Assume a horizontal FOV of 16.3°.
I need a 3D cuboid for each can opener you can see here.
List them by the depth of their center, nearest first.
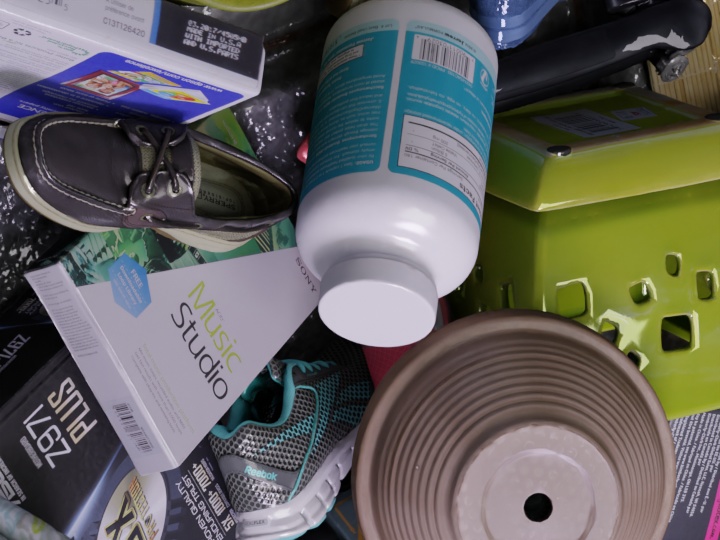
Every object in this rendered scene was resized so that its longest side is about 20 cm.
[{"bbox_3d":[0.147,-0.142,1.636,0.199,0.079,0.063,-26,164,-21],"label":"can opener"}]

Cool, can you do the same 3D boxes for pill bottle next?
[{"bbox_3d":[0.021,-0.057,1.499,0.111,0.110,0.201,34,49,-33],"label":"pill bottle"}]

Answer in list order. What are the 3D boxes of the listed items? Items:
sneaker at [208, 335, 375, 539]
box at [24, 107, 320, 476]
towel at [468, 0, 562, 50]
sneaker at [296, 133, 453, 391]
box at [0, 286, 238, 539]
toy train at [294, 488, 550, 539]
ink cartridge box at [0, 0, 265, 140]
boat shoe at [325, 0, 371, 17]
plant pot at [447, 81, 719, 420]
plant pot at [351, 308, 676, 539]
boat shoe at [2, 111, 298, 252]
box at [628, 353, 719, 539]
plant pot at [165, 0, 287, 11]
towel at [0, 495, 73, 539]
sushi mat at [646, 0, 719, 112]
[{"bbox_3d":[-0.037,0.085,1.587,0.077,0.200,0.092,-14,115,28],"label":"sneaker"},{"bbox_3d":[-0.106,0.008,1.510,0.145,0.036,0.200,62,38,-18],"label":"box"},{"bbox_3d":[0.101,-0.246,1.553,0.112,0.048,0.201,-47,147,-51],"label":"towel"},{"bbox_3d":[0.000,0.000,1.590,0.086,0.074,0.202,-3,79,-30],"label":"sneaker"},{"bbox_3d":[-0.171,0.125,1.545,0.164,0.086,0.201,-45,125,-29],"label":"box"},{"bbox_3d":[0.045,0.168,1.605,0.199,0.114,0.086,-29,149,-21],"label":"toy train"},{"bbox_3d":[-0.187,-0.122,1.426,0.197,0.199,0.047,15,74,-31],"label":"ink cartridge box"},{"bbox_3d":[0.035,-0.246,1.542,0.066,0.074,0.201,14,102,-25],"label":"boat shoe"},{"bbox_3d":[0.151,-0.013,1.626,0.198,0.200,0.183,-11,108,-21],"label":"plant pot"},{"bbox_3d":[0.098,0.130,1.486,0.199,0.093,0.203,-1,100,-8],"label":"plant pot"},{"bbox_3d":[-0.116,-0.057,1.437,0.200,0.066,0.072,15,62,-49],"label":"boat shoe"},{"bbox_3d":[0.254,0.129,1.774,0.199,0.122,0.107,10,104,-30],"label":"box"},{"bbox_3d":[-0.097,-0.230,1.409,0.199,0.193,0.202,-10,114,-23],"label":"plant pot"},{"bbox_3d":[-0.236,0.185,1.480,0.048,0.199,0.172,-51,160,-34],"label":"towel"},{"bbox_3d":[0.230,-0.181,1.704,0.095,0.012,0.201,-25,119,-19],"label":"sushi mat"}]
